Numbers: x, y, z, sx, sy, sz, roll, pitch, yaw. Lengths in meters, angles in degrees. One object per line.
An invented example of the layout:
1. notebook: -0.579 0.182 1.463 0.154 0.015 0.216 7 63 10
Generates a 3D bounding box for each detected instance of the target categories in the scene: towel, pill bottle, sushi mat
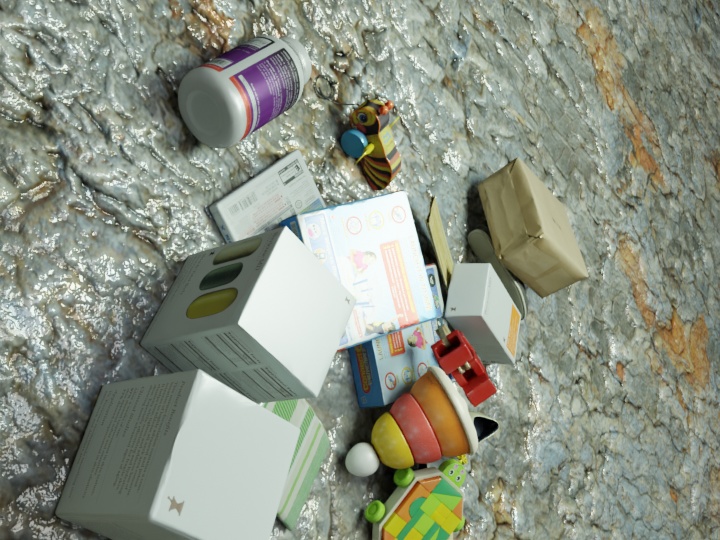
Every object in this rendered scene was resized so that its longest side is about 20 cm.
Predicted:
1. towel: -0.106 0.238 1.272 0.154 0.023 0.201 -65 146 -33
2. pill bottle: -0.155 -0.258 1.308 0.200 0.111 0.114 -42 111 -44
3. sushi mat: 0.144 -0.021 1.602 0.096 0.012 0.202 -69 145 -56

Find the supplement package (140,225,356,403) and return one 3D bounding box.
1. supplement package: -0.141 0.065 1.184 0.151 0.198 0.153 46 51 -30

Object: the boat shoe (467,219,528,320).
1. boat shoe: 0.270 -0.003 1.748 0.057 0.066 0.202 -40 107 -39

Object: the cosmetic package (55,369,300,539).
1. cosmetic package: -0.209 0.231 1.072 0.166 0.198 0.170 37 57 -35

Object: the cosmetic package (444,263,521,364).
1. cosmetic package: 0.217 0.079 1.627 0.200 0.070 0.103 49 47 -52

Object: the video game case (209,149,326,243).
1. video game case: -0.114 -0.056 1.374 0.200 0.022 0.184 -42 111 -45

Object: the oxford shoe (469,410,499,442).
1. oxford shoe: 0.151 0.266 1.548 0.198 0.073 0.072 -10 91 -45

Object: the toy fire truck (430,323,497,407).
1. toy fire truck: 0.151 0.132 1.440 0.142 0.048 0.200 55 6 -21

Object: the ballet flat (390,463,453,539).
1. ballet flat: 0.104 0.368 1.486 0.066 0.056 0.202 -45 118 -41

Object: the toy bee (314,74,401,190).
1. toy bee: 0.016 -0.223 1.491 0.200 0.108 0.132 41 56 -34

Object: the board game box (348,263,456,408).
1. board game box: 0.063 0.102 1.505 0.194 0.055 0.204 -9 88 -48

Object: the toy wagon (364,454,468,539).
1. toy wagon: 0.102 0.364 1.442 0.201 0.039 0.155 -50 120 -7

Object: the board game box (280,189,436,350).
1. board game box: 0.000 0.000 1.377 0.193 0.056 0.203 -15 91 -32

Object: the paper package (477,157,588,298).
1. paper package: 0.319 -0.076 1.734 0.199 0.103 0.193 34 36 -46

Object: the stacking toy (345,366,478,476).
1. stacking toy: 0.065 0.248 1.406 0.198 0.146 0.148 -26 103 -7
